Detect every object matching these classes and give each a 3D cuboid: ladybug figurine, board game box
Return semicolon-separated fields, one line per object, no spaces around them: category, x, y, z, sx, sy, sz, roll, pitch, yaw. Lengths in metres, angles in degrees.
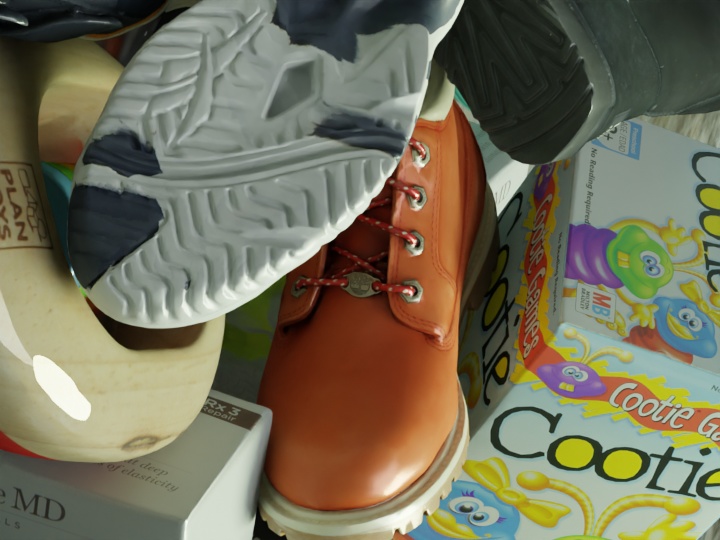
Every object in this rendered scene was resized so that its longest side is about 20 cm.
ladybug figurine;-0.101;-0.006;0.865;0.200;0.072;0.136;10;65;-72
board game box;0.081;0.047;1.099;0.200;0.103;0.105;125;-20;-49

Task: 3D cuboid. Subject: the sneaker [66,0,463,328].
sneaker;-0.030;-0.048;0.877;0.200;0.079;0.130;-64;-174;-27

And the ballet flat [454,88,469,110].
ballet flat;0.059;-0.110;1.263;0.070;0.069;0.200;-68;161;-3

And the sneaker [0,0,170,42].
sneaker;-0.096;-0.097;0.802;0.200;0.078;0.080;-25;147;-47

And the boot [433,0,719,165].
boot;0.080;-0.126;1.045;0.066;0.165;0.200;-28;176;37

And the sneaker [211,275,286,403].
sneaker;-0.015;-0.003;1.142;0.105;0.076;0.200;-56;156;-36

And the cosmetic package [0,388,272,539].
cosmetic package;-0.103;0.127;0.966;0.081;0.112;0.201;-54;156;-57

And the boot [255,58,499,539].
boot;0.000;0.000;0.992;0.200;0.075;0.107;-77;164;-48

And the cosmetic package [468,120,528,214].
cosmetic package;0.009;0.039;1.258;0.102;0.074;0.201;-42;148;-55

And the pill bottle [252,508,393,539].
pill bottle;-0.025;0.135;1.063;0.106;0.200;0.107;-11;112;-31
